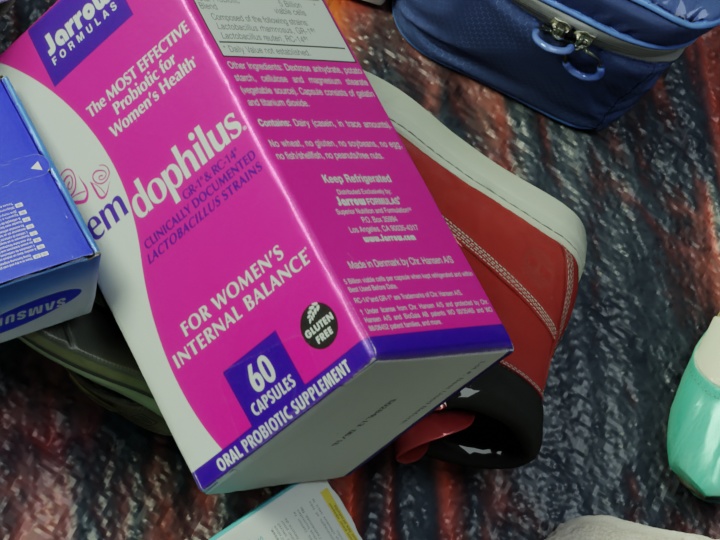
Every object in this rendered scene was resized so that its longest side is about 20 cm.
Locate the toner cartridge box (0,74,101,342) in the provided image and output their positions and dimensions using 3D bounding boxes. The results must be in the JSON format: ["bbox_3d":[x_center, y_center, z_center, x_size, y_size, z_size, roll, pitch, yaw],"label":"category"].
[{"bbox_3d":[-0.208,-0.001,1.029,0.199,0.043,0.095,-18,61,-22],"label":"toner cartridge box"}]

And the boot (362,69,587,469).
[{"bbox_3d":[0.000,0.000,1.160,0.199,0.072,0.145,29,49,-14],"label":"boot"}]

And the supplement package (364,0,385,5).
[{"bbox_3d":[-0.006,-0.245,1.259,0.109,0.114,0.201,17,61,-16],"label":"supplement package"}]

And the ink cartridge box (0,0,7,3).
[{"bbox_3d":[-0.244,-0.144,1.083,0.199,0.044,0.196,-23,43,-31],"label":"ink cartridge box"}]

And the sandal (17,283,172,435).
[{"bbox_3d":[-0.087,0.035,1.122,0.200,0.057,0.080,34,44,-24],"label":"sandal"}]

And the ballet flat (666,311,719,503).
[{"bbox_3d":[0.194,0.017,1.247,0.067,0.071,0.200,18,48,28],"label":"ballet flat"}]

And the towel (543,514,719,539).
[{"bbox_3d":[0.133,0.152,1.091,0.132,0.199,0.035,-32,125,-49],"label":"towel"}]

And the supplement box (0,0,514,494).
[{"bbox_3d":[-0.044,-0.026,1.079,0.103,0.101,0.201,-2,58,-54],"label":"supplement box"}]

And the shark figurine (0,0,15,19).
[{"bbox_3d":[-0.228,-0.083,1.094,0.213,0.090,0.129,0,67,-23],"label":"shark figurine"}]

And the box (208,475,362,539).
[{"bbox_3d":[-0.049,0.145,1.027,0.083,0.049,0.200,57,25,3],"label":"box"}]

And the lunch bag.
[{"bbox_3d":[0.107,-0.173,1.266,0.135,0.132,0.201,23,58,-13],"label":"lunch bag"}]
